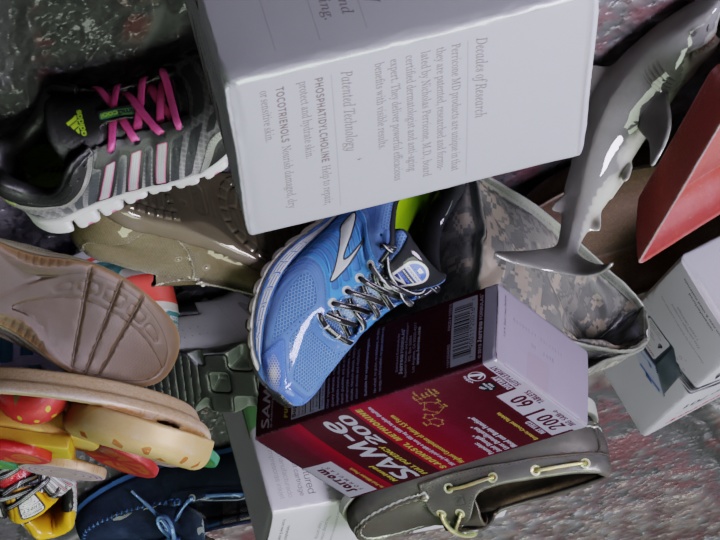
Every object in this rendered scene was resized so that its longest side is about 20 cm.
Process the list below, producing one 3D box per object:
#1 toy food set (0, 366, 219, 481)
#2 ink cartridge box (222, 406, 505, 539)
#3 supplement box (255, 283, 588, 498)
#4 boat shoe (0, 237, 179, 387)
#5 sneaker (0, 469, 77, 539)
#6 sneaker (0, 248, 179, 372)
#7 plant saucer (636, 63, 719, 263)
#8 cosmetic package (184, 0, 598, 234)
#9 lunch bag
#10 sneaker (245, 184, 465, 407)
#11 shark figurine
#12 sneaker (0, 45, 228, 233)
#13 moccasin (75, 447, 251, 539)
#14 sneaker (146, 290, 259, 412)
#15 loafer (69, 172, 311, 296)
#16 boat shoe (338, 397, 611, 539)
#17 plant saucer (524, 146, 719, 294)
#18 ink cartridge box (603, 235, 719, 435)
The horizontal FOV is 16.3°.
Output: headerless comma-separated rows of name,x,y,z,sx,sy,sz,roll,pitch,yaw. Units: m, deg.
toy food set,-0.192,0.106,1.667,0.199,0.049,0.198,7,167,-2
ink cartridge box,0.007,0.123,1.899,0.199,0.146,0.084,-9,150,-15
supplement box,0.040,0.083,1.669,0.200,0.061,0.109,-20,141,34
boat shoe,-0.211,0.017,1.625,0.200,0.072,0.065,21,-178,-22
sneaker,-0.248,0.137,1.853,0.078,0.082,0.200,-19,152,5
sneaker,-0.209,0.054,1.700,0.199,0.094,0.070,-26,161,16
plant saucer,0.273,-0.110,1.672,0.199,0.037,0.200,-31,161,-28
cosmetic package,0.009,-0.148,1.379,0.199,0.168,0.166,-15,152,-5
lunch bag,0.086,0.039,1.758,0.164,0.118,0.200,-25,142,36
sneaker,0.000,0.000,1.624,0.079,0.089,0.200,39,77,-43
shark figurine,0.148,-0.088,1.642,0.089,0.215,0.128,31,173,-7
sneaker,-0.145,-0.084,1.511,0.200,0.074,0.087,-25,158,26
moccasin,-0.134,0.190,2.028,0.199,0.068,0.081,-19,152,5
sneaker,-0.118,0.054,1.789,0.199,0.089,0.074,6,126,7
loafer,-0.108,-0.024,1.651,0.200,0.076,0.067,22,136,-36
boat shoe,0.081,0.153,1.789,0.201,0.060,0.072,-23,152,11
plant saucer,0.182,-0.036,1.822,0.200,0.037,0.201,-14,153,-7
ink cartridge box,0.280,0.030,1.881,0.146,0.086,0.200,-26,165,-23
